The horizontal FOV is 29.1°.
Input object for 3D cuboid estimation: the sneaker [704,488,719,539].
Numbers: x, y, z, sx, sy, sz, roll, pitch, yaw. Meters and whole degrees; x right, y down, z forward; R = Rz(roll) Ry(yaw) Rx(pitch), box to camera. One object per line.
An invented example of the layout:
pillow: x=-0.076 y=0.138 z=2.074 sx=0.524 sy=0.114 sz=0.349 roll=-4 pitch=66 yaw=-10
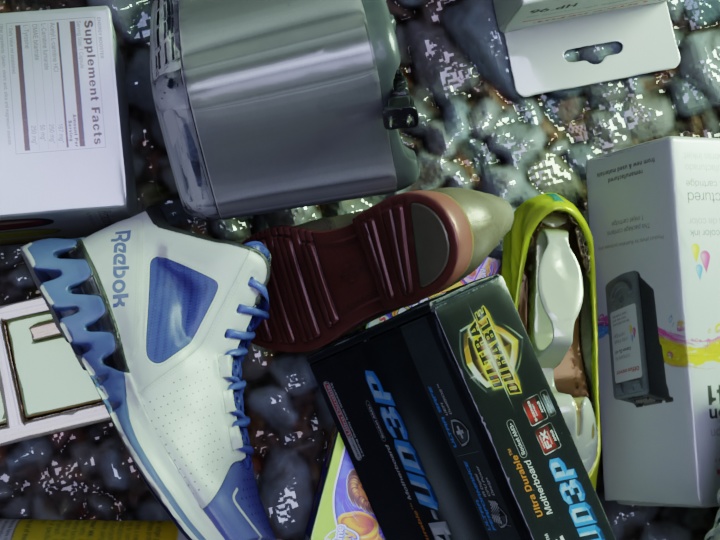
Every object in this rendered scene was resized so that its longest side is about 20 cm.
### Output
sneaker: x=0.200 y=0.100 z=0.686 sx=0.198 sy=0.079 sz=0.131 roll=-11 pitch=86 yaw=-37

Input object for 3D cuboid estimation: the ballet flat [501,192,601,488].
ballet flat: x=0.104 y=0.056 z=0.768 sx=0.066 sy=0.067 sz=0.202 roll=2 pitch=85 yaw=-7

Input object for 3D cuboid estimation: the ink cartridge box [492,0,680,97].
ink cartridge box: x=0.132 y=-0.218 z=0.841 sx=0.115 sy=0.068 sz=0.202 roll=-12 pitch=87 yaw=-7

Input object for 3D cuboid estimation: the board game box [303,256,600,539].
board game box: x=0.053 y=0.091 z=0.816 sx=0.133 sy=0.045 sz=0.202 roll=15 pitch=84 yaw=-4

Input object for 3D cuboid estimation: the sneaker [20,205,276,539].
sneaker: x=-0.081 y=0.045 z=0.716 sx=0.115 sy=0.081 sz=0.200 roll=-30 pitch=79 yaw=-12

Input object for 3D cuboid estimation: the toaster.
toaster: x=-0.043 y=-0.101 z=0.758 sx=0.128 sy=0.201 sz=0.114 roll=-13 pitch=123 yaw=0

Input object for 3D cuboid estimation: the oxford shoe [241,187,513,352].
oxford shoe: x=0.000 y=0.000 z=0.771 sx=0.074 sy=0.199 sz=0.071 roll=-16 pitch=93 yaw=-46

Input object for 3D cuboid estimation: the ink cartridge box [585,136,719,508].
ink cartridge box: x=0.215 y=0.029 z=0.800 sx=0.146 sy=0.085 sz=0.202 roll=-1 pitch=83 yaw=-28

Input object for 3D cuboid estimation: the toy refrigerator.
toy refrigerator: x=-0.173 y=0.054 z=0.784 sx=0.198 sy=0.070 sz=0.077 roll=-12 pitch=87 yaw=-6

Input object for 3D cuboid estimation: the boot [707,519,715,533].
boot: x=0.199 y=0.224 z=0.790 sx=0.185 sy=0.064 sz=0.202 roll=-3 pitch=101 yaw=-20

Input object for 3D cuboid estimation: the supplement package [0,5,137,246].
supplement package: x=-0.228 y=-0.071 z=0.767 sx=0.198 sy=0.114 sz=0.111 roll=-5 pitch=84 yaw=-6

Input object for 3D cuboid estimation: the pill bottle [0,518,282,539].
pill bottle: x=-0.140 y=0.193 z=0.752 sx=0.198 sy=0.114 sz=0.116 roll=1 pitch=85 yaw=-5

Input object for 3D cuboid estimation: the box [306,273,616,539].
box: x=0.057 y=0.115 z=0.710 sx=0.046 sy=0.159 sz=0.202 roll=-22 pitch=88 yaw=-27
